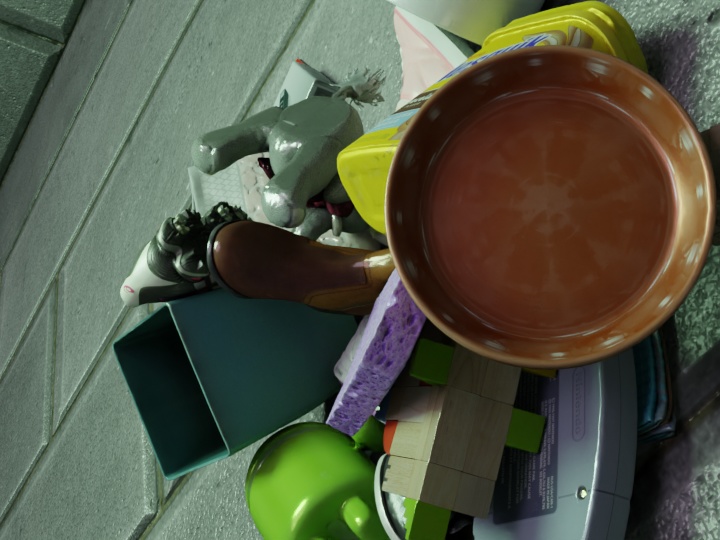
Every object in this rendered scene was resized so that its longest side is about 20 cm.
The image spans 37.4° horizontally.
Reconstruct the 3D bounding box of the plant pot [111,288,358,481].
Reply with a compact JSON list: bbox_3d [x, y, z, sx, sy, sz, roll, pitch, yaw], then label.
[{"bbox_3d":[-0.101,0.085,1.013,0.141,0.199,0.142,-30,82,52],"label":"plant pot"}]

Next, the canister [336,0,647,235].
[{"bbox_3d":[0.095,-0.110,0.793,0.200,0.087,0.148,-39,21,-24],"label":"canister"}]

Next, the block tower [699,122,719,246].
[{"bbox_3d":[0.262,-0.073,0.622,0.200,0.057,0.054,-27,52,51],"label":"block tower"}]

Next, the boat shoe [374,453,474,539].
[{"bbox_3d":[0.066,0.207,0.795,0.060,0.073,0.201,-53,36,31],"label":"boat shoe"}]

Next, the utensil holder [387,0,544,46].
[{"bbox_3d":[0.107,-0.309,0.915,0.201,0.169,0.170,-65,29,16],"label":"utensil holder"}]

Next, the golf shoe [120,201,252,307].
[{"bbox_3d":[-0.147,-0.012,0.991,0.088,0.200,0.077,-38,78,20],"label":"golf shoe"}]

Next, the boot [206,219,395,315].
[{"bbox_3d":[0.000,0.000,0.855,0.199,0.188,0.069,-3,67,41],"label":"boot"}]

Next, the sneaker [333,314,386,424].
[{"bbox_3d":[0.040,0.080,0.911,0.200,0.074,0.100,29,96,60],"label":"sneaker"}]

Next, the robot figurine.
[{"bbox_3d":[-0.031,0.206,0.924,0.176,0.116,0.200,-48,28,-3],"label":"robot figurine"}]

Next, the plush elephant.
[{"bbox_3d":[-0.038,-0.082,1.022,0.164,0.156,0.200,27,56,38],"label":"plush elephant"}]

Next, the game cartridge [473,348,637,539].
[{"bbox_3d":[0.131,0.105,0.728,0.133,0.041,0.202,-26,50,49],"label":"game cartridge"}]

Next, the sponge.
[{"bbox_3d":[0.018,0.047,0.763,0.200,0.030,0.112,116,178,-69],"label":"sponge"}]

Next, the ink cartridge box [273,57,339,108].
[{"bbox_3d":[-0.108,-0.167,1.352,0.201,0.043,0.174,-65,30,14],"label":"ink cartridge box"}]

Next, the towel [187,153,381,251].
[{"bbox_3d":[-0.085,-0.061,1.130,0.032,0.189,0.201,75,-179,-50],"label":"towel"}]

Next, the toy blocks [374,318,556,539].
[{"bbox_3d":[0.058,0.089,0.758,0.137,0.099,0.202,159,127,-71],"label":"toy blocks"}]

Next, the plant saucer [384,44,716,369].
[{"bbox_3d":[0.114,-0.039,0.656,0.032,0.199,0.202,47,-126,-74],"label":"plant saucer"}]

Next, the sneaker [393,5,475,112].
[{"bbox_3d":[0.060,-0.184,1.022,0.105,0.075,0.201,-54,37,21],"label":"sneaker"}]

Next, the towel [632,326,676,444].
[{"bbox_3d":[0.160,0.039,0.775,0.146,0.022,0.202,-34,46,49],"label":"towel"}]
